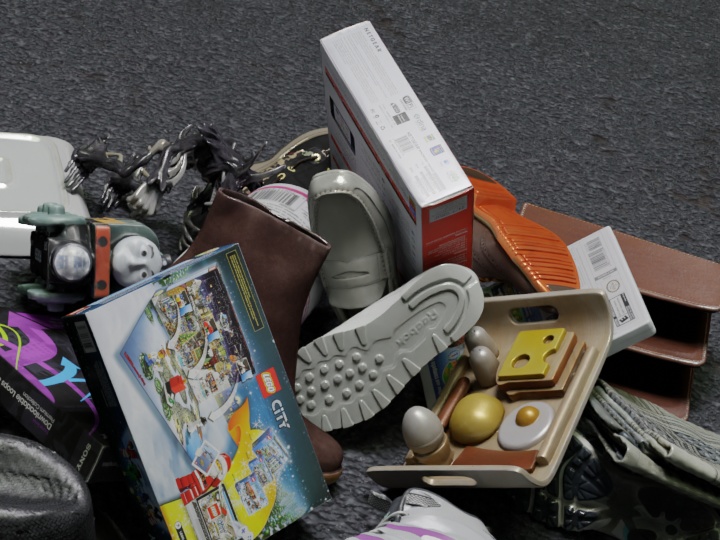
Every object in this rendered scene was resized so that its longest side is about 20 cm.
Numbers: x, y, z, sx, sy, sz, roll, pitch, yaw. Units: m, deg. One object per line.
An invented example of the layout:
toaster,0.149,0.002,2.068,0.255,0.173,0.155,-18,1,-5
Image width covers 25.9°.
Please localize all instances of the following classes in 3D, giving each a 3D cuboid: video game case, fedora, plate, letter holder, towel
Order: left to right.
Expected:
plate,-0.349,-0.080,1.446,0.198,0.033,0.200,1,34,-20
fedora,-0.248,0.165,1.034,0.198,0.092,0.201,10,31,-6
video game case,0.141,0.050,1.328,0.198,0.018,0.144,-27,34,11
letter holder,0.218,0.041,1.415,0.198,0.101,0.142,18,33,6
towel,0.261,0.141,1.243,0.198,0.035,0.193,24,12,-16

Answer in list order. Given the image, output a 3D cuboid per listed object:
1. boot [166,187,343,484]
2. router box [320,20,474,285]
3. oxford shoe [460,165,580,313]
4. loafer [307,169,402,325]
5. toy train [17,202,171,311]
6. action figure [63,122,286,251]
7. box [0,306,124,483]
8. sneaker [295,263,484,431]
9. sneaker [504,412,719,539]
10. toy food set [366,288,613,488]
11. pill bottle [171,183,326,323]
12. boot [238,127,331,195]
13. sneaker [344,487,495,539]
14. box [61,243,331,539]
boot,-0.065,0.054,1.176,0.199,0.167,0.072,32,11,-9
router box,0.030,-0.081,1.344,0.048,0.180,0.201,-22,58,-12
oxford shoe,0.125,-0.012,1.363,0.071,0.073,0.200,10,27,-31
loafer,0.000,0.000,1.308,0.069,0.201,0.070,-9,46,14
toy train,-0.221,-0.013,1.288,0.113,0.086,0.200,0,2,-17
action figure,-0.166,-0.076,1.417,0.198,0.119,0.103,4,67,34
box,-0.211,0.091,1.178,0.199,0.036,0.142,37,15,30
sneaker,0.014,0.064,1.271,0.199,0.077,0.081,-31,7,3
sneaker,0.195,0.172,1.242,0.199,0.078,0.086,28,16,18
toy food set,0.102,0.090,1.224,0.142,0.061,0.201,-7,37,38
pill bottle,-0.098,0.015,1.315,0.112,0.114,0.200,22,32,13
boot,-0.034,-0.061,1.500,0.199,0.074,0.150,-24,46,-40
sneaker,0.014,0.201,1.111,0.198,0.078,0.140,12,28,-22
box,-0.112,0.099,1.100,0.136,0.202,0.037,-26,10,-38
